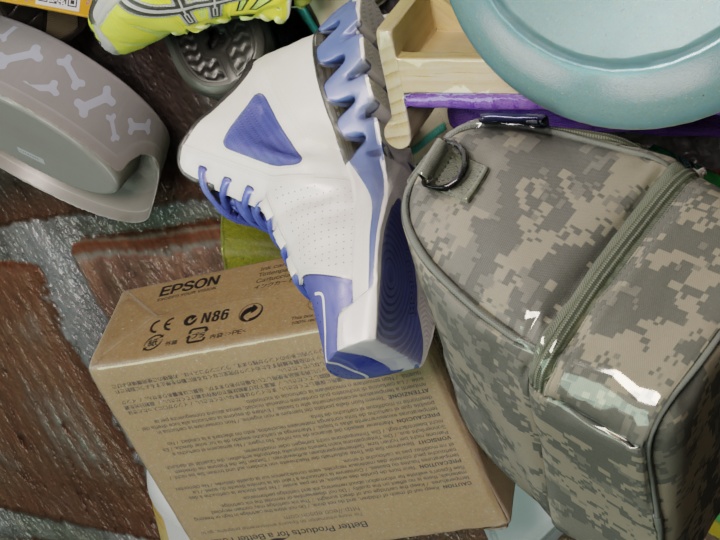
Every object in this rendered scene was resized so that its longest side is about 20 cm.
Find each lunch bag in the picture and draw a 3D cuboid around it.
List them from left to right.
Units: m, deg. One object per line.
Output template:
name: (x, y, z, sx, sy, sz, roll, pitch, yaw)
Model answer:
lunch bag: (0.106, 0.029, 0.829, 0.167, 0.140, 0.201, 27, 158, 25)

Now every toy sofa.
toy sofa: (0.114, -0.090, 0.844, 0.198, 0.083, 0.098, 4, 124, 24)

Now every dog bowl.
dog bowl: (-0.223, -0.110, 1.240, 0.199, 0.059, 0.200, 26, 165, 7)

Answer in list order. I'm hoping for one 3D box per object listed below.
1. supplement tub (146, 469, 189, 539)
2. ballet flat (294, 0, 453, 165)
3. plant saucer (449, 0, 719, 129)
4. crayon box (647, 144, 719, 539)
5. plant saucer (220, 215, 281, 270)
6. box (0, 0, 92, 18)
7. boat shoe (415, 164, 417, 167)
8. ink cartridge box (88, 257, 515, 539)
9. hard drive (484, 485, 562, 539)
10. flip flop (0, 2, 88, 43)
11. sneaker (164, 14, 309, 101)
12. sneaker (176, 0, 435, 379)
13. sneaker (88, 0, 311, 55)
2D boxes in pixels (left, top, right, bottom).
supplement tub: (-0.083, 0.182, 1.325, 0.144, 0.144, 0.201, 24, 137, 35)
ballet flat: (0.000, -0.140, 1.000, 0.070, 0.069, 0.201, 106, 144, -50)
plant saucer: (0.121, -0.164, 0.766, 0.198, 0.027, 0.202, -1, 86, 24)
crayon box: (0.184, 0.045, 0.959, 0.118, 0.058, 0.201, 30, 140, 31)
plant saucer: (-0.052, 0.014, 1.142, 0.047, 0.200, 0.202, -6, 122, 1)
box: (-0.236, -0.201, 1.112, 0.198, 0.119, 0.042, 13, 107, 2)
boat shoe: (0.065, -0.065, 1.000, 0.200, 0.072, 0.066, 45, 114, 38)
ink cartridge box: (-0.027, 0.076, 0.994, 0.198, 0.075, 0.166, -10, 127, 21)
hard drive: (0.097, 0.095, 1.069, 0.200, 0.026, 0.133, 114, 137, -64)
flip flop: (-0.242, -0.250, 1.199, 0.201, 0.081, 0.058, 62, 172, -18)
sneaker: (-0.093, -0.177, 1.072, 0.201, 0.076, 0.114, 64, -172, 21)
sneaker: (-0.030, -0.034, 0.896, 0.114, 0.201, 0.081, -15, 154, 21)
sneaker: (-0.071, -0.158, 0.941, 0.199, 0.075, 0.077, -27, 104, 40)
